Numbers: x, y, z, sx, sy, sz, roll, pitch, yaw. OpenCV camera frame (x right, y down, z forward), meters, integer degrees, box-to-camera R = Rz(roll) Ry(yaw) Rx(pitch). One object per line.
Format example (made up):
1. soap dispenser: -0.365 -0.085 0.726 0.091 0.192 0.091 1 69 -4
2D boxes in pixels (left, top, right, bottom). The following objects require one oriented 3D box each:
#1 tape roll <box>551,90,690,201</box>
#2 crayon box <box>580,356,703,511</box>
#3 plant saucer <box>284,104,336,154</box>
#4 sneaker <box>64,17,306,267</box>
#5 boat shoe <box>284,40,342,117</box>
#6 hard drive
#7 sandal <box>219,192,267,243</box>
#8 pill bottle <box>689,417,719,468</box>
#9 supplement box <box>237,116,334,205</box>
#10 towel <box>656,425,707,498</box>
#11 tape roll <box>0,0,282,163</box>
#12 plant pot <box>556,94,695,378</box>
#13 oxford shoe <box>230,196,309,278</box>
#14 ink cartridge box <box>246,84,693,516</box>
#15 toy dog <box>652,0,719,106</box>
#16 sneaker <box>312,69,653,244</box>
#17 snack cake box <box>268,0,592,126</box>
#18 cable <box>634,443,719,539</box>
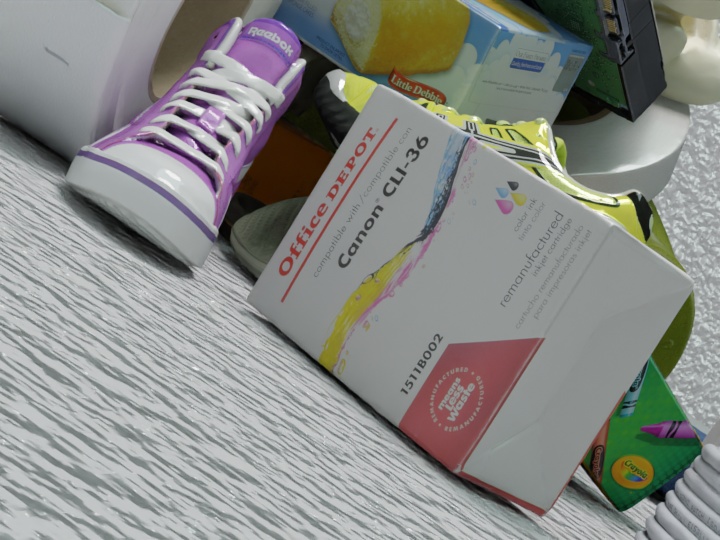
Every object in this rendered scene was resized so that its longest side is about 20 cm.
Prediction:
1. tape roll: 0.100 -0.106 1.220 0.202 0.037 0.203 10 37 -8
2. crayon box: 0.090 0.020 1.060 0.200 0.058 0.119 53 0 44
3. plant saucer: -0.057 -0.124 1.370 0.200 0.048 0.200 -22 -75 52
4. sneaker: -0.073 -0.069 0.916 0.073 0.114 0.200 34 5 -6
5. boat shoe: -0.043 -0.135 1.197 0.063 0.073 0.200 42 14 2
6. hard drive: 0.081 -0.178 1.146 0.200 0.038 0.140 34 -19 34
7. sandal: 0.000 0.000 1.090 0.200 0.055 0.082 36 5 39
8. pill bottle: 0.280 0.151 1.093 0.200 0.111 0.111 32 4 -19
9. supplement box: -0.121 -0.104 1.255 0.126 0.074 0.200 31 4 -40
10. towel: 0.256 0.158 1.289 0.200 0.049 0.112 33 3 -10
11. tape roll: -0.100 -0.144 0.986 0.071 0.203 0.202 34 4 9
12. plant pot: 0.112 -0.007 1.266 0.200 0.201 0.193 31 15 -35
13. oxford shoe: 0.000 0.010 0.998 0.200 0.075 0.058 26 -43 49
14. ink cartridge box: 0.030 0.001 0.858 0.067 0.117 0.200 29 4 -43
15. toy dog: 0.163 -0.217 1.158 0.193 0.140 0.200 19 -20 9
16. sneaker: 0.058 -0.044 0.991 0.200 0.076 0.075 38 -11 27
17. snack cake box: 0.014 -0.147 1.107 0.200 0.067 0.115 36 19 26
18. cable: 0.216 0.149 0.869 0.200 0.069 0.200 36 5 38
